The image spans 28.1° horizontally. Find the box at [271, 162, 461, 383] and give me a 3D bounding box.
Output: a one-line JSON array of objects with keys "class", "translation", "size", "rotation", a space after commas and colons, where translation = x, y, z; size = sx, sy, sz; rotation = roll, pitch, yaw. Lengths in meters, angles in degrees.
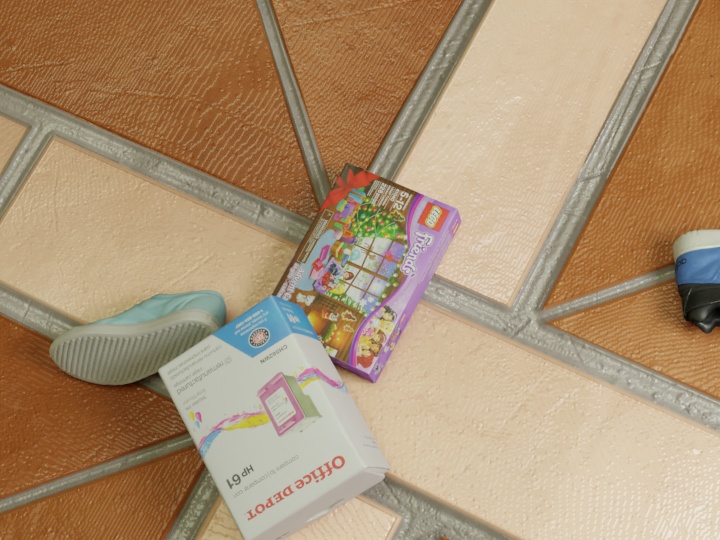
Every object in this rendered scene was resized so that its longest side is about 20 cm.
[{"class": "box", "translation": [0.000, 0.000, 1.501], "size": [0.137, 0.039, 0.200], "rotation": [24, 76, 19]}]

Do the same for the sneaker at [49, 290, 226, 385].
[{"class": "sneaker", "translation": [-0.229, 0.066, 1.520], "size": [0.200, 0.074, 0.082], "rotation": [-8, 31, 17]}]

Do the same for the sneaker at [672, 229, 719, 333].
[{"class": "sneaker", "translation": [0.407, 0.011, 1.389], "size": [0.199, 0.077, 0.111], "rotation": [-6, 62, 14]}]

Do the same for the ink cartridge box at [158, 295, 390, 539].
[{"class": "ink cartridge box", "translation": [-0.085, 0.148, 1.416], "size": [0.144, 0.085, 0.200], "rotation": [-33, 73, 9]}]
